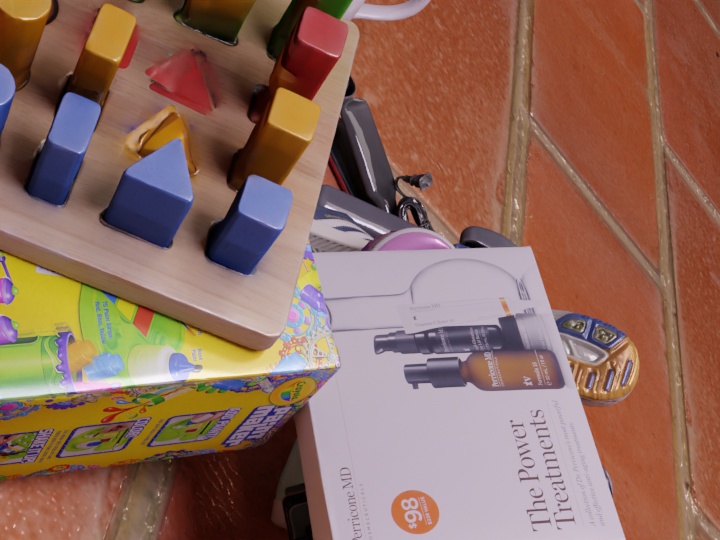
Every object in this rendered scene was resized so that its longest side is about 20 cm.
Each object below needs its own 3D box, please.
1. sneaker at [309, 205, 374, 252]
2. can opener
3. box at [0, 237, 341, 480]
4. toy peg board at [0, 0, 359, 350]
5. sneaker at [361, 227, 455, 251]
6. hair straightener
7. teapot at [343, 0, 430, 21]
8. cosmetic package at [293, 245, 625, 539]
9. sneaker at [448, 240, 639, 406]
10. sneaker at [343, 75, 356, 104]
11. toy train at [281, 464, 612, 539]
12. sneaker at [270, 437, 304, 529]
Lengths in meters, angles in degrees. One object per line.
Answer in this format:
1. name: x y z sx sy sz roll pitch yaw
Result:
1. sneaker: 0.000 0.000 0.957 0.199 0.075 0.085 29 20 6
2. can opener: 0.047 -0.019 1.065 0.199 0.053 0.067 24 42 -13
3. box: -0.137 -0.012 0.690 0.191 0.122 0.201 -3 65 -27
4. toy peg board: -0.094 -0.100 0.624 0.199 0.098 0.200 22 56 -13
5. sneaker: 0.052 0.054 0.874 0.201 0.080 0.088 65 -7 -21
6. hair straightener: 0.027 -0.050 1.108 0.041 0.077 0.201 -12 79 -45
7. teapot: -0.044 -0.289 1.123 0.198 0.145 0.200 62 28 0
8. cosmetic package: 0.041 0.077 0.729 0.149 0.052 0.201 -3 49 -11
9. sneaker: 0.108 0.050 1.015 0.199 0.076 0.088 30 -14 9
10. sneaker: -0.056 -0.138 0.992 0.075 0.106 0.201 43 20 -29
11. toy train: 0.045 0.143 0.796 0.114 0.198 0.086 -167 -117 -77
12. sneaker: 0.033 0.131 0.919 0.200 0.073 0.119 22 81 -47
